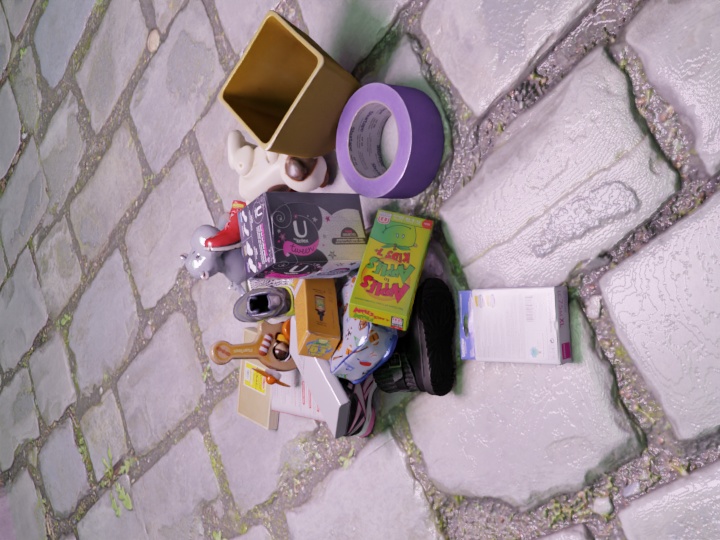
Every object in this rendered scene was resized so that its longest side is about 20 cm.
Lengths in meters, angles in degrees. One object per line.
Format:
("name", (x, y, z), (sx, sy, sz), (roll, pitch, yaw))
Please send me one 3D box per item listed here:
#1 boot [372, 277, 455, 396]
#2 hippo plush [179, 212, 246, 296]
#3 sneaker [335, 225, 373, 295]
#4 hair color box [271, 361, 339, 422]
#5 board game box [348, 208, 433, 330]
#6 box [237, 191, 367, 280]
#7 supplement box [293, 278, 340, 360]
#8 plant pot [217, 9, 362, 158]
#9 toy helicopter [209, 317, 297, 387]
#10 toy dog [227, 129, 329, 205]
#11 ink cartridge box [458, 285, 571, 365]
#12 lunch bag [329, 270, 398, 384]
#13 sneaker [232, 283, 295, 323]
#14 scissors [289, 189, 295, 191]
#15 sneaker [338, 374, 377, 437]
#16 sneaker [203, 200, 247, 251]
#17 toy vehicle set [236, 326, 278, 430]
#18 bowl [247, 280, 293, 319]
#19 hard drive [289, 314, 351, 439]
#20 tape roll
("boot", (0.085, 0.118, 1.589), (0.157, 0.079, 0.214), (1, 91, 50))
("hippo plush", (-0.320, -0.041, 1.971), (0.159, 0.160, 0.202), (38, 119, 39))
("sneaker", (0.000, 0.000, 1.699), (0.082, 0.074, 0.201), (43, 129, 19))
("hair color box", (-0.101, 0.243, 1.817), (0.199, 0.061, 0.103), (2, 93, 49))
("board game box", (0.054, -0.004, 1.526), (0.048, 0.100, 0.202), (91, -166, -56))
("box", (-0.098, -0.059, 1.578), (0.114, 0.198, 0.134), (-29, 67, 54))
("supplement box", (-0.082, 0.065, 1.629), (0.201, 0.066, 0.069), (-98, 28, -48))
("plant pot", (-0.106, -0.325, 1.676), (0.196, 0.199, 0.194), (-54, 53, 16))
("toy helicopter", (-0.198, 0.166, 1.755), (0.079, 0.198, 0.134), (-21, 73, 62))
("toy dog", (-0.159, -0.206, 1.793), (0.198, 0.139, 0.196), (-2, 73, 37))
("ink cartridge box", (0.244, 0.087, 1.440), (0.199, 0.042, 0.121), (-4, 90, 46))
("lunch bag", (0.005, 0.091, 1.593), (0.160, 0.075, 0.202), (-48, 27, 45))
("sneaker", (-0.199, 0.064, 1.762), (0.199, 0.080, 0.075), (-18, 79, 47))
("scissors", (-0.112, -0.148, 1.842), (0.199, 0.014, 0.074), (-20, 75, 48))
("sneaker", (-0.016, 0.223, 1.702), (0.080, 0.086, 0.203), (2, 93, 46))
("sneaker", (-0.258, -0.102, 1.867), (0.076, 0.200, 0.086), (5, 120, 38))
("toy vehicle set", (-0.221, 0.236, 1.975), (0.124, 0.026, 0.203), (17, 105, 46))
("bowl", (-0.138, -0.005, 1.820), (0.199, 0.093, 0.204), (2, 93, 48))
("hard drive", (-0.077, 0.194, 1.651), (0.201, 0.026, 0.133), (58, 157, 29))
("tape roll", (0.050, -0.230, 1.606), (0.199, 0.084, 0.203), (5, 97, 48))
